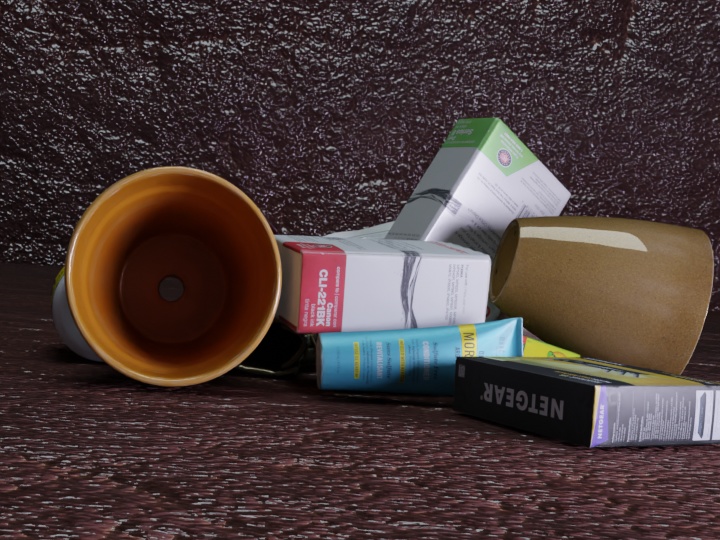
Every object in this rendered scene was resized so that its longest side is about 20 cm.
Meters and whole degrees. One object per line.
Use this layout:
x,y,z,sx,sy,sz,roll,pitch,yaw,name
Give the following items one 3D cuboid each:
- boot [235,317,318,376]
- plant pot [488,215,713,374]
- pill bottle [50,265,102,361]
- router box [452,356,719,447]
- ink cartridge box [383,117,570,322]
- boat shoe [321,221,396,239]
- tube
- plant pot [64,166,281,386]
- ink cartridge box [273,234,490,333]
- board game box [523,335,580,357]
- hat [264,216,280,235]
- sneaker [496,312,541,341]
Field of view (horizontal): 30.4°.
-0.059,0.074,1.437,0.197,0.073,0.155,-3,2,-5,boot
0.244,0.017,1.409,0.198,0.189,0.186,17,0,-8,plant pot
-0.289,0.036,1.478,0.111,0.114,0.200,3,1,-14,pill bottle
0.199,0.111,1.157,0.156,0.053,0.199,3,2,-31,router box
0.129,-0.052,1.522,0.145,0.201,0.084,41,-16,-28,ink cartridge box
0.000,0.000,1.528,0.198,0.073,0.068,-12,38,-38,boat shoe
0.058,0.085,1.253,0.197,0.079,0.050,0,0,-8,tube
-0.183,0.013,1.299,0.197,0.203,0.183,4,-6,-8,plant pot
0.016,0.014,1.346,0.197,0.085,0.144,1,7,-17,ink cartridge box
0.132,0.090,1.427,0.101,0.048,0.199,18,-6,-30,board game box
-0.047,0.000,2.031,0.198,0.179,0.165,2,3,-41,hat
0.209,0.096,1.540,0.199,0.105,0.075,36,-10,22,sneaker
